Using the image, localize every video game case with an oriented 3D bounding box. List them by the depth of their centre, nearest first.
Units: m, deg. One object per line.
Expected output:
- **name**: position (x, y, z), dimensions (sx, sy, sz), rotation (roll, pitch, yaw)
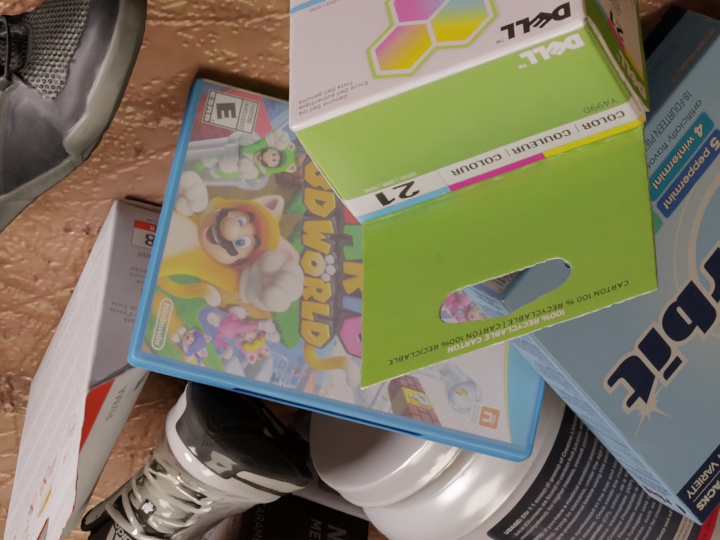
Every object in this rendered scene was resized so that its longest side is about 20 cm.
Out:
- **video game case**: position (0.000, 0.000, 1.284), dimensions (0.200, 0.143, 0.018), rotation (15, 166, -10)

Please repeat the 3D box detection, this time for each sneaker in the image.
- **sneaker**: position (-0.186, -0.083, 1.242), dimensions (0.114, 0.076, 0.199), rotation (23, 138, -31)
- **sneaker**: position (-0.087, 0.117, 1.334), dimensions (0.115, 0.201, 0.076), rotation (-44, 84, 0)

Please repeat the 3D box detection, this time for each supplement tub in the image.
- **supplement tub**: position (0.087, 0.102, 1.394), dimensions (0.200, 0.141, 0.140), rotation (33, 128, -31)

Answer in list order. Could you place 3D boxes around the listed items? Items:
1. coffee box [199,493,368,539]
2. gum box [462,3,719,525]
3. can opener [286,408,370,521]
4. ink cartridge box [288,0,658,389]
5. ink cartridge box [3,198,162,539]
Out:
- **coffee box**: position (-0.072, 0.220, 1.540), dimensions (0.080, 0.115, 0.200), rotation (19, 135, -15)
- **gum box**: position (0.158, 0.001, 1.285), dimensions (0.170, 0.045, 0.200), rotation (-50, 129, -9)
- **can opener**: position (0.047, 0.122, 1.479), dimensions (0.200, 0.053, 0.067), rotation (20, 134, -22)
- **ink cartridge box**: position (0.048, -0.064, 1.171), dimensions (0.148, 0.200, 0.076), rotation (-19, 134, 19)
- **ink cartridge box**: position (-0.135, 0.088, 1.334), dimensions (0.050, 0.200, 0.162), rotation (14, 136, -15)
